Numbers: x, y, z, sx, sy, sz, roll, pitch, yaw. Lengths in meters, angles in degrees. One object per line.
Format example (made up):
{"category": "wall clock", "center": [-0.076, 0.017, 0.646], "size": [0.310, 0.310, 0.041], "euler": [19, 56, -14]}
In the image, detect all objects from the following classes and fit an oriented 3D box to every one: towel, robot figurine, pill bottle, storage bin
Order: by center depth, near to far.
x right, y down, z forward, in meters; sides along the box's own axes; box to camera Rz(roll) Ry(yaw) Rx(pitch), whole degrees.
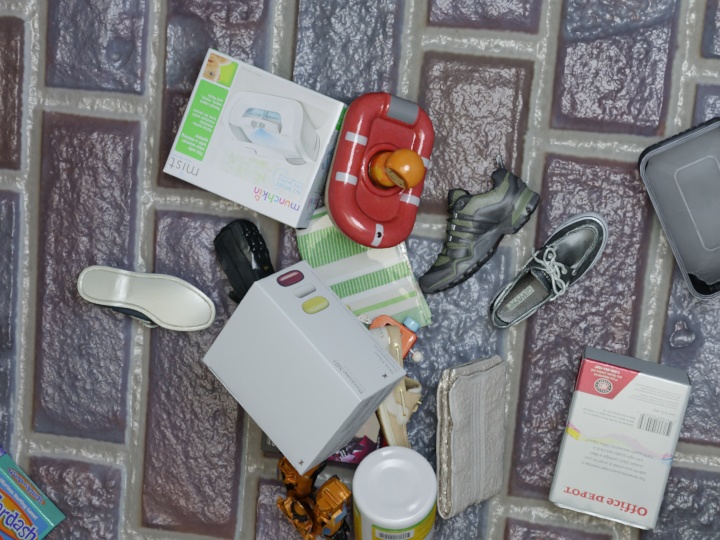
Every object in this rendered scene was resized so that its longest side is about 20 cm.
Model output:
{"category": "storage bin", "center": [0.446, -0.080, 1.596], "size": [0.134, 0.094, 0.202], "euler": [-23, 95, 13]}
{"category": "towel", "center": [0.150, 0.219, 1.685], "size": [0.034, 0.132, 0.203], "euler": [7, 103, 40]}
{"category": "pill bottle", "center": [0.045, 0.328, 1.686], "size": [0.109, 0.201, 0.112], "euler": [0, 55, 1]}
{"category": "robot figurine", "center": [-0.069, 0.307, 1.716], "size": [0.058, 0.201, 0.145], "euler": [-35, 72, -24]}
{"category": "towel", "center": [0.000, 0.000, 1.734], "size": [0.151, 0.023, 0.202], "euler": [-17, 97, 14]}

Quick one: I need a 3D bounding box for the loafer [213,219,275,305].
{"category": "loafer", "center": [-0.145, 0.028, 1.733], "size": [0.070, 0.068, 0.202], "euler": [-33, 73, 30]}

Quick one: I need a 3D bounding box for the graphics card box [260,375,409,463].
{"category": "graphics card box", "center": [-0.037, 0.198, 1.757], "size": [0.197, 0.051, 0.127], "euler": [7, 99, 11]}

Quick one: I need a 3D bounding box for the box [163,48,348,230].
{"category": "box", "center": [-0.135, -0.173, 1.687], "size": [0.198, 0.097, 0.178], "euler": [24, 94, 7]}

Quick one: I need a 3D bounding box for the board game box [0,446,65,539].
{"category": "board game box", "center": [-0.562, 0.385, 1.894], "size": [0.152, 0.045, 0.200], "euler": [45, 103, 2]}

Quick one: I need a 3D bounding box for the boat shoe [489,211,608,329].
{"category": "boat shoe", "center": [0.246, 0.002, 1.660], "size": [0.199, 0.068, 0.074], "euler": [-38, 91, 14]}

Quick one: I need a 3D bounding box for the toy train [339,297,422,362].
{"category": "toy train", "center": [-0.018, 0.122, 1.698], "size": [0.150, 0.056, 0.201], "euler": [39, 90, 12]}

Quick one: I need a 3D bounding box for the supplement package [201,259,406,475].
{"category": "supplement package", "center": [-0.073, 0.120, 1.590], "size": [0.200, 0.111, 0.156], "euler": [47, 125, 13]}

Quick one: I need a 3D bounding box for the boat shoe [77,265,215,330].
{"category": "boat shoe", "center": [-0.298, 0.041, 1.776], "size": [0.197, 0.062, 0.076], "euler": [9, 85, 1]}

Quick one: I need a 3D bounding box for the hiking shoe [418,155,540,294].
{"category": "hiking shoe", "center": [0.141, -0.057, 1.678], "size": [0.200, 0.076, 0.101], "euler": [-43, 81, 5]}

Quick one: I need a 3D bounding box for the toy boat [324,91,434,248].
{"category": "toy boat", "center": [0.038, -0.128, 1.623], "size": [0.129, 0.130, 0.203], "euler": [15, 88, -25]}

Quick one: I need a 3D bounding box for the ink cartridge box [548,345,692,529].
{"category": "ink cartridge box", "center": [0.340, 0.219, 1.669], "size": [0.144, 0.083, 0.203], "euler": [14, 101, 8]}

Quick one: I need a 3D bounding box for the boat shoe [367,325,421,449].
{"category": "boat shoe", "center": [0.048, 0.162, 1.661], "size": [0.068, 0.074, 0.202], "euler": [-18, 118, -5]}
